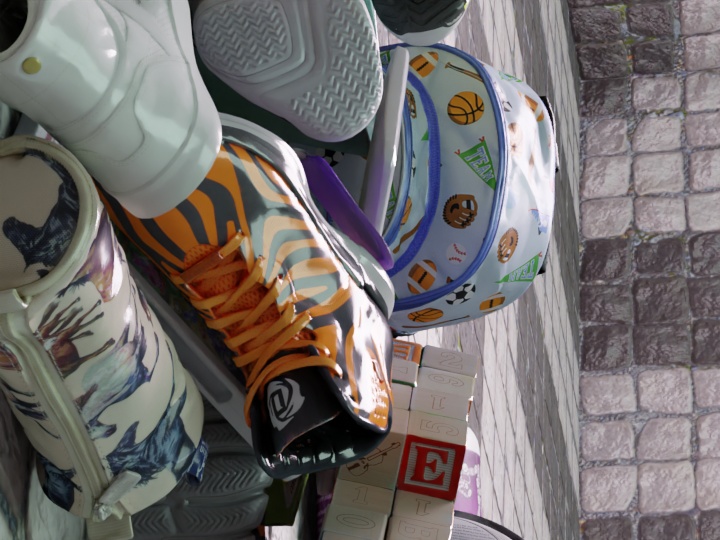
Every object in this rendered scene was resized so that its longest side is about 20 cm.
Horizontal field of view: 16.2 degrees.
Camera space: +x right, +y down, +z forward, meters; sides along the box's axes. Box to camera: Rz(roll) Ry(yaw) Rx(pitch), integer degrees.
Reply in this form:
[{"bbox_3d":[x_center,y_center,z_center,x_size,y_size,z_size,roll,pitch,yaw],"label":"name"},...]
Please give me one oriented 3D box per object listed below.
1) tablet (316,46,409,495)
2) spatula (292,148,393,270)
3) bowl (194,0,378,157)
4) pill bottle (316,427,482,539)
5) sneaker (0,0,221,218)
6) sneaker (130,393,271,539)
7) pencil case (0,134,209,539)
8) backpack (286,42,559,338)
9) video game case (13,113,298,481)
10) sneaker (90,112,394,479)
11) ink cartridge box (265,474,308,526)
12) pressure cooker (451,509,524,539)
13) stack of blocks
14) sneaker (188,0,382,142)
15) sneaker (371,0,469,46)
[{"bbox_3d":[0.000,0.000,1.289,0.130,0.014,0.201,-82,-178,-60],"label":"tablet"},{"bbox_3d":[-0.060,-0.067,1.153,0.021,0.200,0.057,-54,-170,-10],"label":"spatula"},{"bbox_3d":[-0.053,-0.154,1.351,0.201,0.104,0.202,-7,90,-85],"label":"bowl"},{"bbox_3d":[0.026,0.160,1.690,0.112,0.112,0.201,54,33,-72],"label":"pill bottle"},{"bbox_3d":[-0.127,-0.112,1.018,0.115,0.074,0.200,40,9,-34],"label":"sneaker"},{"bbox_3d":[-0.078,0.137,1.215,0.112,0.077,0.201,89,0,-79],"label":"sneaker"},{"bbox_3d":[-0.118,0.029,1.010,0.200,0.077,0.090,71,4,-58],"label":"pencil case"},{"bbox_3d":[0.017,-0.052,1.498,0.154,0.189,0.201,11,74,-63],"label":"backpack"},{"bbox_3d":[-0.080,-0.016,1.158,0.200,0.018,0.144,49,27,-25],"label":"video game case"},{"bbox_3d":[-0.041,0.016,1.085,0.200,0.077,0.113,38,33,-41],"label":"sneaker"},{"bbox_3d":[-0.072,0.010,1.288,0.148,0.075,0.201,-73,159,-64],"label":"ink cartridge box"},{"bbox_3d":[0.043,0.241,1.498,0.179,0.175,0.201,44,-31,36],"label":"pressure cooker"},{"bbox_3d":[0.012,0.122,1.193,0.200,0.058,0.116,-74,175,-69],"label":"stack of blocks"},{"bbox_3d":[-0.061,-0.125,1.195,0.200,0.075,0.114,45,-11,16],"label":"sneaker"},{"bbox_3d":[0.037,-0.195,1.412,0.077,0.075,0.201,76,10,-49],"label":"sneaker"}]
